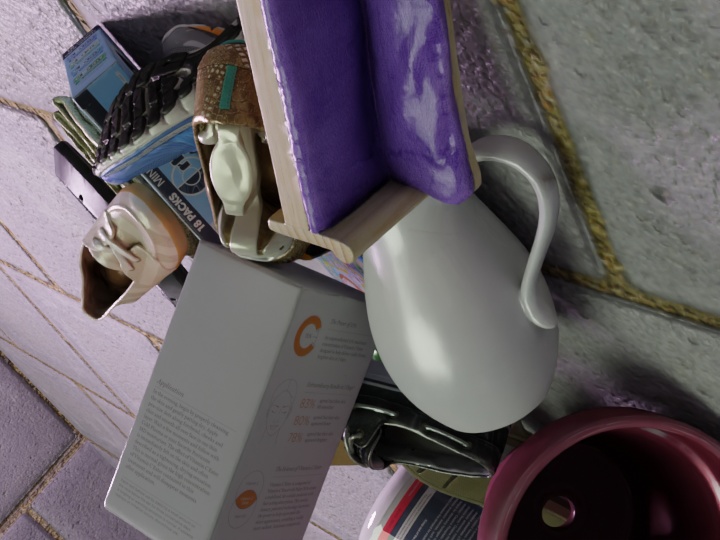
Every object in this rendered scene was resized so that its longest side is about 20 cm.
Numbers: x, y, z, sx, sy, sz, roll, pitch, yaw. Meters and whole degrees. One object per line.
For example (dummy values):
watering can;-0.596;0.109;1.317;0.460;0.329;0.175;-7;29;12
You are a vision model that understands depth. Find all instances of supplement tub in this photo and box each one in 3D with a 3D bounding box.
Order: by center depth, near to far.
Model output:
supplement tub;0.110;0.285;1.207;0.199;0.141;0.141;34;159;17

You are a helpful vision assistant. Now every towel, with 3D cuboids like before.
towel;-0.185;-0.075;1.032;0.149;0.036;0.200;49;180;13

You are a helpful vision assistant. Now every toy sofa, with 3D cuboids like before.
toy sofa;-0.007;-0.108;0.617;0.097;0.083;0.201;18;134;35

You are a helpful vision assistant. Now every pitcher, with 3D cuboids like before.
pitcher;0.072;0.005;0.759;0.171;0.121;0.201;2;126;45

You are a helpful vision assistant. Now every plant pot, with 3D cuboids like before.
plant pot;0.173;0.194;0.875;0.200;0.200;0.179;42;175;-6

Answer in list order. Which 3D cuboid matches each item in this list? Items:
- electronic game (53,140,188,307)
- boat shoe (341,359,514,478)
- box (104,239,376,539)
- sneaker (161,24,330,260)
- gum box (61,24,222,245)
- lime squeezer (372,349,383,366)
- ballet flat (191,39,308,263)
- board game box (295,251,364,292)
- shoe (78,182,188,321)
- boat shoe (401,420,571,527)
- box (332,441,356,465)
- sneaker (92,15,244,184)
electronic game;-0.206;-0.038;1.074;0.200;0.042;0.200;46;171;9
boat shoe;0.014;0.114;0.897;0.199;0.071;0.072;3;141;20
box;-0.078;0.095;0.845;0.097;0.201;0.124;24;-175;30
sneaker;-0.071;-0.092;0.847;0.200;0.077;0.078;45;160;-8
gum box;-0.156;-0.101;0.923;0.170;0.045;0.200;50;179;-24
lime squeezer;0.046;0.046;0.905;0.199;0.038;0.071;5;98;31
ballet flat;-0.071;-0.050;0.726;0.070;0.066;0.201;5;145;11
board game box;0.000;0.000;0.970;0.200;0.034;0.134;43;159;-8
shoe;-0.185;-0.007;0.934;0.070;0.053;0.200;41;153;-2
boat shoe;0.103;0.154;1.001;0.200;0.069;0.075;35;139;-18
box;-0.004;0.130;1.032;0.198;0.021;0.164;0;147;-7
sneaker;-0.089;-0.097;0.768;0.199;0.079;0.089;-22;133;25
